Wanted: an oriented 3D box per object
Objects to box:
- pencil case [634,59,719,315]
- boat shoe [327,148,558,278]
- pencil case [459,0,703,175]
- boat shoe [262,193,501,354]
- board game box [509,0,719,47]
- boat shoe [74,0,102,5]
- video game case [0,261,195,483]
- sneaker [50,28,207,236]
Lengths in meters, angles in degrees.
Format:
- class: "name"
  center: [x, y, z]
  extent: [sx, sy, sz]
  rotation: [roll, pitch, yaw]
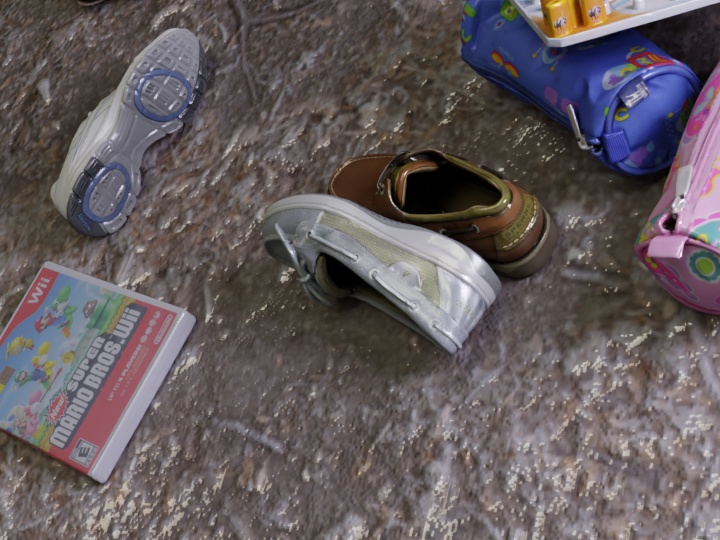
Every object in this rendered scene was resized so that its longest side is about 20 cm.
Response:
- class: "pencil case"
  center: [0.227, -0.074, 0.780]
  extent: [0.087, 0.087, 0.202]
  rotation: [11, 67, 42]
- class: "boat shoe"
  center: [0.044, -0.055, 0.920]
  extent: [0.198, 0.068, 0.073]
  rotation: [14, 70, 43]
- class: "pencil case"
  center: [0.139, -0.133, 0.893]
  extent: [0.086, 0.079, 0.200]
  rotation: [-28, 41, -14]
- class: "boat shoe"
  center: [0.001, 0.001, 0.913]
  extent: [0.200, 0.075, 0.065]
  rotation: [19, 68, 37]
- class: "board game box"
  center: [0.188, -0.207, 0.851]
  extent: [0.197, 0.026, 0.201]
  rotation: [-16, 27, 1]
- class: "boat shoe"
  center: [-0.276, -0.307, 1.348]
  extent: [0.198, 0.076, 0.073]
  rotation: [5, 65, 42]
- class: "video game case"
  center: [-0.230, 0.075, 1.079]
  extent: [0.198, 0.017, 0.144]
  rotation: [15, 71, 43]
- class: "sneaker"
  center: [-0.209, -0.128, 1.171]
  extent: [0.087, 0.074, 0.201]
  rotation: [20, 73, 49]
